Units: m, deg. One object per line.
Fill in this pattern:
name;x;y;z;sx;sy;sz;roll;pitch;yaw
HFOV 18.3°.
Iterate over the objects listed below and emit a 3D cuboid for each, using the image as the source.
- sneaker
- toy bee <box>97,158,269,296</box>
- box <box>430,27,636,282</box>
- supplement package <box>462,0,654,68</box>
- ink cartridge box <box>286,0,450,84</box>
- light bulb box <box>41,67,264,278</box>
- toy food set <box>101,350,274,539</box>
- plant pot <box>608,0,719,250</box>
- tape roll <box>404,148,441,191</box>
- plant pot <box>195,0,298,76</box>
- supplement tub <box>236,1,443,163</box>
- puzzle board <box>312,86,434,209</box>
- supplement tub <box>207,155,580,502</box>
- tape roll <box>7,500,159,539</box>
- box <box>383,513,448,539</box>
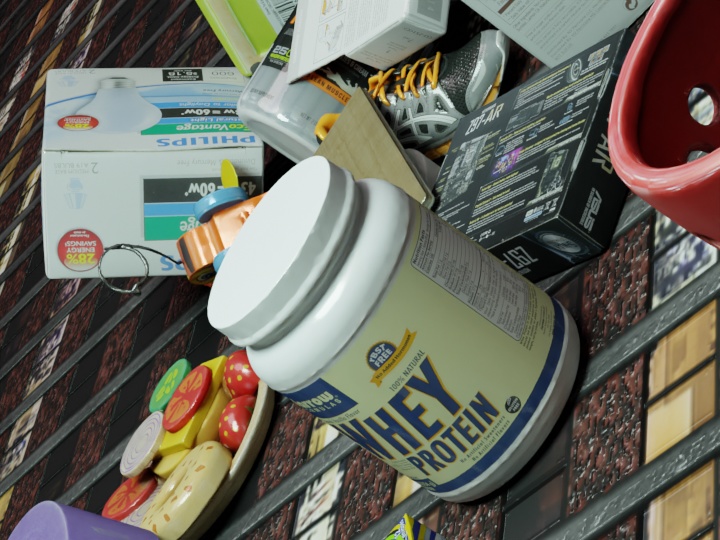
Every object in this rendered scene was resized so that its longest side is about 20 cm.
sneaker;0.041;-0.129;1.759;0.200;0.077;0.079;-39;24;36
toy bee;-0.114;-0.029;1.888;0.109;0.198;0.132;83;-172;-75
box;0.114;-0.062;1.536;0.200;0.043;0.161;-27;35;53
supplement package;0.113;-0.255;1.605;0.117;0.199;0.117;-44;22;28
ink cartridge box;0.015;-0.258;1.796;0.176;0.044;0.202;-23;54;55
light bulb box;-0.188;-0.091;2.011;0.200;0.196;0.126;-106;16;-64
toy food set;-0.140;0.148;1.789;0.198;0.048;0.201;-22;39;57
plant pot;0.244;-0.076;1.059;0.200;0.182;0.201;-45;23;25
tape roll;0.000;0.000;1.712;0.203;0.037;0.203;-47;22;26
plant pot;-0.066;-0.303;2.030;0.197;0.201;0.182;-16;42;16
supplement tub;-0.007;-0.186;1.887;0.201;0.122;0.122;-59;20;-8
puzzle board;-0.012;-0.036;1.681;0.151;0.017;0.200;-56;27;16
supplement tub;0.020;0.035;1.375;0.145;0.199;0.145;-46;22;25
tape roll;-0.223;0.279;1.664;0.200;0.084;0.201;-47;33;44
box;0.043;0.223;1.225;0.064;0.070;0.200;-52;20;17
